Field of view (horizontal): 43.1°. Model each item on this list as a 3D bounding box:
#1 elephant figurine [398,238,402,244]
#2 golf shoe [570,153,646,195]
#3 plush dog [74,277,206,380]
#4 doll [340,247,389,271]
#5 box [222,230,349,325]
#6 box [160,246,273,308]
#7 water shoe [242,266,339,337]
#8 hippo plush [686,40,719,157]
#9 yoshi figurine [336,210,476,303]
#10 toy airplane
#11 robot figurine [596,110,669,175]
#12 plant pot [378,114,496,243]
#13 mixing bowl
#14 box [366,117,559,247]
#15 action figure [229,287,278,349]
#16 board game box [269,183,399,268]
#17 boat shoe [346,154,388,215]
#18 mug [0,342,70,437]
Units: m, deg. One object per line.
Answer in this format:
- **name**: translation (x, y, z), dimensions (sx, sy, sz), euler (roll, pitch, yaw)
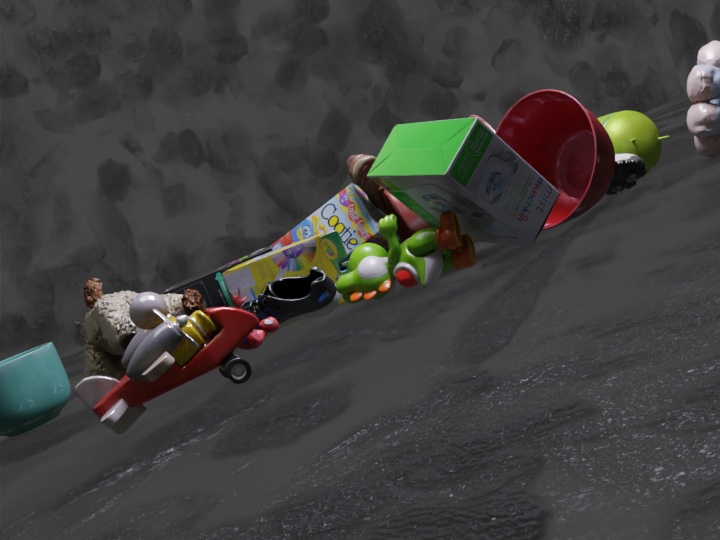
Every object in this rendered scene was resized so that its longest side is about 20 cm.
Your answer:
- **elephant figurine**: translation (0.110, -0.082, 1.697), dimensions (0.200, 0.155, 0.142), euler (-32, 48, 0)
- **golf shoe**: translation (0.350, -0.158, 1.422), dimensions (0.077, 0.088, 0.200), euler (29, -30, -36)
- **plush dog**: translation (-0.325, 0.085, 1.390), dimensions (0.171, 0.161, 0.200), euler (1, -36, -37)
- **doll**: translation (0.000, 0.000, 1.582), dimensions (0.200, 0.049, 0.136), euler (-18, -8, -41)
- **box**: translation (-0.105, 0.019, 1.445), dimensions (0.200, 0.118, 0.048), euler (-20, 6, 13)
- **box**: translation (-0.221, 0.051, 1.556), dimensions (0.200, 0.125, 0.149), euler (-23, 5, -5)
- **water shoe**: translation (-0.132, 0.046, 1.379), dimensions (0.200, 0.079, 0.072), euler (-21, 45, 12)
- **hippo plush**: translation (0.589, -0.243, 1.346), dimensions (0.161, 0.160, 0.200), euler (6, -19, 42)
- **yoshi figurine**: translation (0.056, -0.021, 1.290), dimensions (0.200, 0.113, 0.112), euler (-22, -3, 18)
- **toy airplane**: translation (-0.240, 0.097, 1.063), dimensions (0.200, 0.141, 0.199), euler (-19, 7, 30)
- **robot figurine**: translation (0.419, -0.202, 1.535), dimensions (0.175, 0.116, 0.200), euler (-11, 0, -28)
- **plant pot**: translation (0.147, -0.118, 1.488), dimensions (0.195, 0.201, 0.201), euler (-30, 6, -4)
- **mixing bowl**: translation (0.295, -0.157, 1.329), dimensions (0.108, 0.201, 0.200), euler (1, -11, -39)
- **box**: translation (0.141, -0.123, 1.270), dimensions (0.200, 0.176, 0.097), euler (10, 67, 59)
- **action figure**: translation (-0.220, 0.091, 1.319), dimensions (0.200, 0.099, 0.065), euler (-20, 5, -9)
- **board game box**: translation (-0.043, -0.053, 1.635), dimensions (0.200, 0.103, 0.105), euler (-36, -17, 23)
- **boat shoe**: translation (0.051, -0.136, 1.575), dimensions (0.072, 0.200, 0.068), euler (-50, 35, 0)
- **mug**: translation (-0.561, 0.203, 1.466), dimensions (0.185, 0.115, 0.152), euler (-22, 5, 8)
